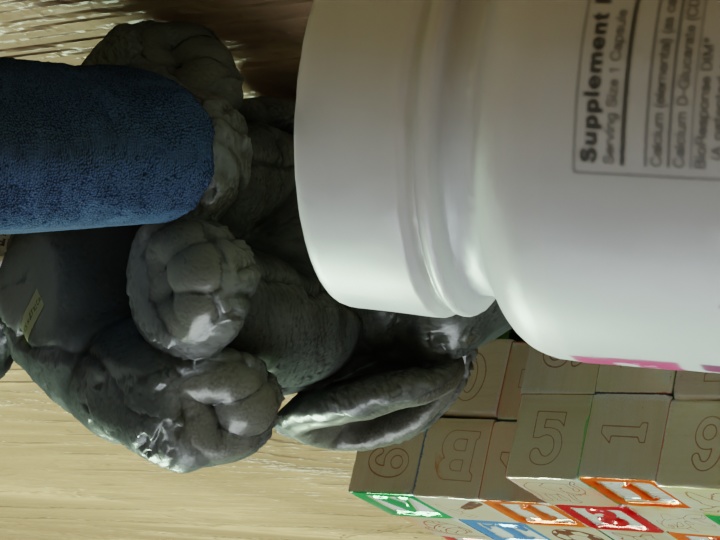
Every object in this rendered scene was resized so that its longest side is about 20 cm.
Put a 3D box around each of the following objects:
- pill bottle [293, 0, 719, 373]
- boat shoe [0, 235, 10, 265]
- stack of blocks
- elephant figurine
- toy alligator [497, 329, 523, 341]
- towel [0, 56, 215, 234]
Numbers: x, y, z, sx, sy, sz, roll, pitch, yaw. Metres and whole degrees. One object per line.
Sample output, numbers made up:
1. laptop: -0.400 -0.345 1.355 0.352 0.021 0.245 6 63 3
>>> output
1. pill bottle: 0.093 -0.032 0.590 0.199 0.114 0.113 4 166 20
2. boat shoe: -0.183 -0.029 0.886 0.199 0.071 0.069 7 164 -21
3. stack of blocks: 0.095 0.060 0.842 0.199 0.059 0.115 0 158 38
4. elephant figurine: 0.000 0.000 0.784 0.199 0.142 0.155 -1 -156 -37
5. toy alligator: 0.019 0.003 0.906 0.199 0.055 0.059 15 165 -26
6. towel: -0.142 -0.031 0.639 0.199 0.049 0.111 -4 -178 -43
